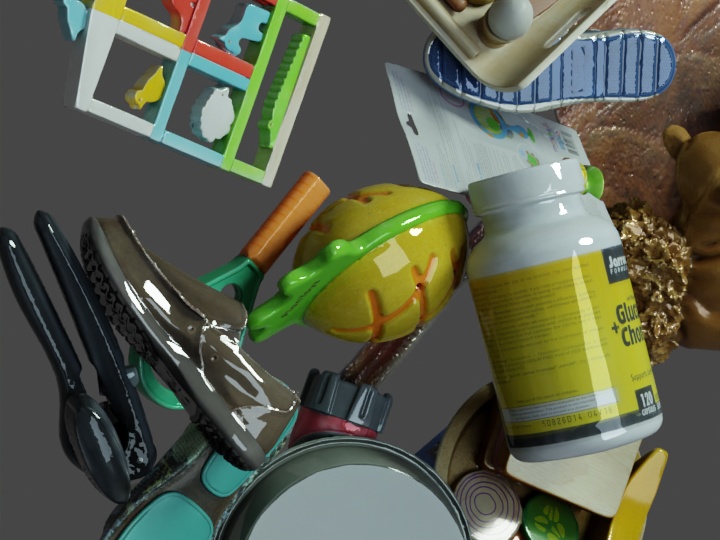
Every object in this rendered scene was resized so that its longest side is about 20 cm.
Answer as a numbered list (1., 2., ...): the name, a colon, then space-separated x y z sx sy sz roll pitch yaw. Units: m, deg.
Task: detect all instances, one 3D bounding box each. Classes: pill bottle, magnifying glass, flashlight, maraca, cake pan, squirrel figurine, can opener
1. pill bottle: 0.137 0.027 1.324 0.112 0.112 0.200 -13 90 -34
2. magnifying glass: -0.089 0.012 1.335 0.200 0.022 0.080 -53 125 -17
3. flashlight: -0.037 0.175 1.373 0.068 0.068 0.200 18 82 1
4. maraca: 0.000 0.000 1.331 0.200 0.137 0.107 -20 66 -47
5. cake pan: -0.009 0.218 1.333 0.200 0.037 0.200 -1 92 -15
6. squirrel figurine: 0.264 -0.022 1.500 0.200 0.142 0.187 -23 142 -8
7. can opener: -0.184 0.055 1.249 0.063 0.079 0.200 -22 103 -23

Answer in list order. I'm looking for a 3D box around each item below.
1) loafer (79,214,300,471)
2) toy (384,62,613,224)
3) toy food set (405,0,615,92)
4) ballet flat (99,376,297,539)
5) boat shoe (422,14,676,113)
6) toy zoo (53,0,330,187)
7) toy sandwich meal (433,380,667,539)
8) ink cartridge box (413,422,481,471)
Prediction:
1. loafer: -0.113 0.039 1.262 0.071 0.073 0.200 -38 97 -18
2. toy: 0.098 -0.078 1.425 0.200 0.115 0.047 12 137 -34
3. toy food set: 0.091 -0.243 1.357 0.200 0.060 0.144 48 68 -6
4. ballet flat: -0.123 0.152 1.310 0.200 0.074 0.074 -45 122 -16
5. boat shoe: 0.135 -0.154 1.433 0.200 0.072 0.072 4 95 -18
6. toy zoo: -0.120 -0.149 1.279 0.200 0.020 0.131 22 85 -38
7. toy sandwich meal: 0.148 0.158 1.406 0.205 0.070 0.205 5 78 -24
8. ink cartridge box: 0.073 0.213 1.466 0.200 0.076 0.137 -37 119 -24
